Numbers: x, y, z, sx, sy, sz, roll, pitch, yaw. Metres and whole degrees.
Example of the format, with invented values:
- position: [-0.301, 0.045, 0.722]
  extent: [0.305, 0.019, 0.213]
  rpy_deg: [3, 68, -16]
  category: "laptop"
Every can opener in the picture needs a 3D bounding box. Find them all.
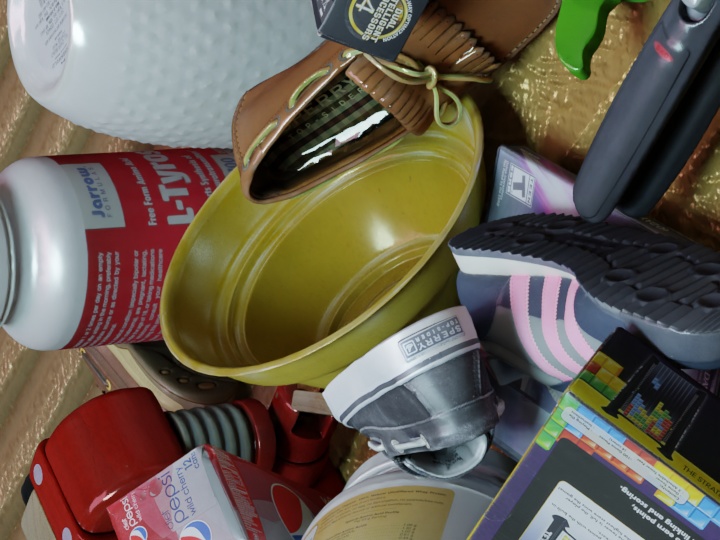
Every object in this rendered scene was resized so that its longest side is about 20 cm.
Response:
- position: [0.149, -0.096, 1.153]
  extent: [0.200, 0.063, 0.079]
  rpy_deg: [-54, 48, 32]
  category: "can opener"

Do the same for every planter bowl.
- position: [0.000, 0.000, 1.378]
  extent: [0.200, 0.084, 0.201]
  rpy_deg: [-28, 34, 21]
  category: "planter bowl"

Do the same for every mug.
- position: [-0.110, -0.135, 1.495]
  extent: [0.200, 0.174, 0.149]
  rpy_deg: [-21, 76, 58]
  category: "mug"

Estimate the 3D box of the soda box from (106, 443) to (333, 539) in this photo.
- position: [-0.044, 0.154, 1.398]
  extent: [0.070, 0.200, 0.064]
  rpy_deg: [-34, 58, 16]
  category: "soda box"

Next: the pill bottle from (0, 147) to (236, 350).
- position: [-0.148, -0.013, 1.550]
  extent: [0.112, 0.199, 0.113]
  rpy_deg: [13, 105, 57]
  category: "pill bottle"

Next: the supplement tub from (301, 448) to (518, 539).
- position: [0.026, 0.186, 1.266]
  extent: [0.200, 0.144, 0.145]
  rpy_deg: [-67, -3, -56]
  category: "supplement tub"

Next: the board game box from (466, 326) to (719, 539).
- position: [0.144, 0.144, 1.127]
  extent: [0.200, 0.057, 0.166]
  rpy_deg: [37, 135, 7]
  category: "board game box"

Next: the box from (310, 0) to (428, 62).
- position: [0.021, -0.220, 1.297]
  extent: [0.200, 0.049, 0.162]
  rpy_deg: [-101, 34, -56]
  category: "box"

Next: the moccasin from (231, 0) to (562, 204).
- position: [0.017, -0.098, 1.330]
  extent: [0.201, 0.074, 0.078]
  rpy_deg: [-27, 37, 22]
  category: "moccasin"

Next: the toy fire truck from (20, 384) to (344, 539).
- position: [-0.074, 0.104, 1.466]
  extent: [0.129, 0.175, 0.201]
  rpy_deg: [60, 140, 37]
  category: "toy fire truck"

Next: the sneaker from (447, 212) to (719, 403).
- position: [0.113, 0.029, 1.184]
  extent: [0.200, 0.070, 0.083]
  rpy_deg: [22, 126, 60]
  category: "sneaker"

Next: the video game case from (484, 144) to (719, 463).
- position: [0.111, 0.038, 1.254]
  extent: [0.200, 0.019, 0.144]
  rpy_deg: [35, 121, 55]
  category: "video game case"

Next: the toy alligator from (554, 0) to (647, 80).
- position: [0.107, -0.188, 1.251]
  extent: [0.054, 0.059, 0.201]
  rpy_deg: [-12, 70, 16]
  category: "toy alligator"

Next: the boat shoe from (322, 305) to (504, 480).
- position: [0.032, 0.066, 1.253]
  extent: [0.068, 0.071, 0.200]
  rpy_deg: [65, 169, 6]
  category: "boat shoe"

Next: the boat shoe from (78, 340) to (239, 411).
- position: [-0.147, 0.051, 1.682]
  extent: [0.200, 0.072, 0.068]
  rpy_deg: [45, 129, 44]
  category: "boat shoe"
